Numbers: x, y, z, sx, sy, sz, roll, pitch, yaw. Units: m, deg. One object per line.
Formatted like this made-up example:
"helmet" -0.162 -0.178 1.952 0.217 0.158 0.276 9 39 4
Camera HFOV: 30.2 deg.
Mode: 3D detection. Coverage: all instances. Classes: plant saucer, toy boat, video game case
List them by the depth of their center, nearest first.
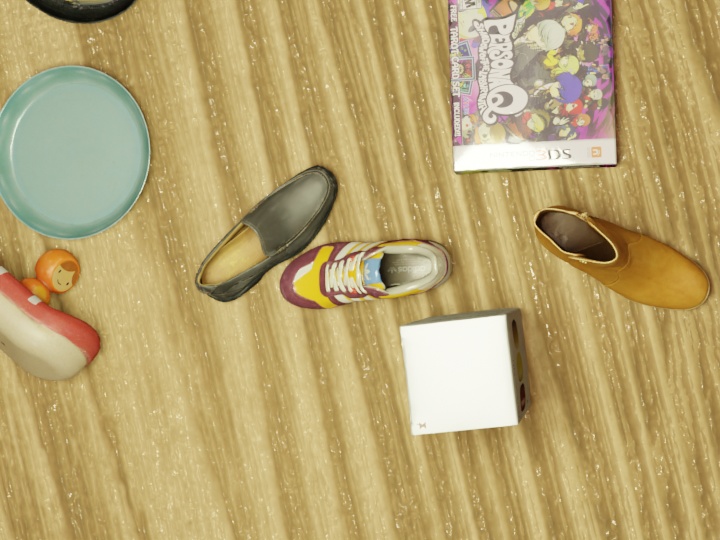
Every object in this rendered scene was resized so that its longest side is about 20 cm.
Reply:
"video game case" 0.187 -0.210 1.459 0.179 0.036 0.203 -1 90 10
"toy boat" -0.375 0.029 1.539 0.199 0.131 0.131 39 68 8
"plant saucer" -0.336 -0.137 1.565 0.198 0.027 0.203 0 91 11

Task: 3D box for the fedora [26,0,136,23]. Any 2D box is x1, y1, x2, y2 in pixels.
"fedora" -0.334 -0.382 1.528 0.198 0.092 0.203 0 90 10

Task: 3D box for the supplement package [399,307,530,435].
"supplement package" 0.113 0.102 1.391 0.108 0.200 0.115 -7 90 11

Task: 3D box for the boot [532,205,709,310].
"boot" 0.271 -0.010 1.389 0.200 0.144 0.071 25 95 9

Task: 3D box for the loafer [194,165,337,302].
"loafer" -0.105 -0.039 1.497 0.073 0.072 0.200 45 97 9

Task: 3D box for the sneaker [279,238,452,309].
"sneaker" 0.000 0.000 1.468 0.198 0.090 0.076 -11 88 10
